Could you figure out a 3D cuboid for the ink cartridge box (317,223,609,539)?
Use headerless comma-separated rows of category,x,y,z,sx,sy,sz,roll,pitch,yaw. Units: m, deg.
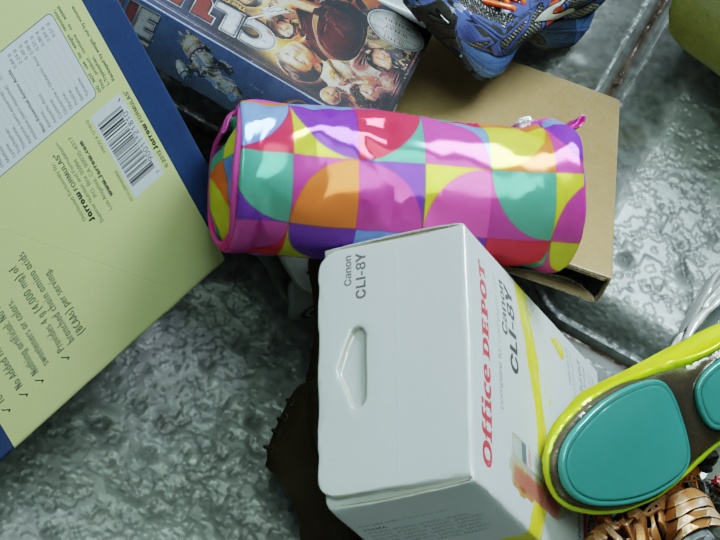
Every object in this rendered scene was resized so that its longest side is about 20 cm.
ink cartridge box,0.057,0.085,1.454,0.083,0.200,0.146,-13,61,21

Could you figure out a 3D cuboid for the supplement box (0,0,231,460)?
supplement box,-0.204,-0.039,1.458,0.200,0.134,0.201,-42,118,-28

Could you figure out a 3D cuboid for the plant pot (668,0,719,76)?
plant pot,0.290,-0.150,1.659,0.184,0.201,0.200,31,59,19

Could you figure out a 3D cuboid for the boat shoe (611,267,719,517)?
boat shoe,0.195,0.065,1.574,0.071,0.069,0.201,26,61,-2

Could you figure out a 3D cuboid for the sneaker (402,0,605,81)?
sneaker,0.091,-0.168,1.628,0.075,0.079,0.200,44,30,10

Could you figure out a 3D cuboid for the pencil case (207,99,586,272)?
pencil case,0.020,-0.044,1.458,0.199,0.088,0.089,3,61,-15

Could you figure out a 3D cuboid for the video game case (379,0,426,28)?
video game case,-0.003,-0.244,1.732,0.199,0.023,0.183,23,60,2

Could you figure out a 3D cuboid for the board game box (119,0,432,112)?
board game box,-0.066,-0.140,1.546,0.199,0.035,0.136,30,33,-3

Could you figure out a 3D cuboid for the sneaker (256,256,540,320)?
sneaker,0.000,0.000,1.577,0.199,0.074,0.089,25,72,5

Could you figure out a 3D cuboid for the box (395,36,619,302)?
box,0.068,-0.067,1.597,0.163,0.021,0.200,19,32,-5

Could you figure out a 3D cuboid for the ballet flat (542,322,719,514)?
ballet flat,0.157,0.074,1.479,0.199,0.067,0.067,-26,104,-33

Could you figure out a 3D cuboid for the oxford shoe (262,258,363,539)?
oxford shoe,-0.018,0.077,1.502,0.084,0.073,0.201,-9,77,23

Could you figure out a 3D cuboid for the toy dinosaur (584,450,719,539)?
toy dinosaur,0.169,0.161,1.483,0.199,0.102,0.136,-8,75,-26
